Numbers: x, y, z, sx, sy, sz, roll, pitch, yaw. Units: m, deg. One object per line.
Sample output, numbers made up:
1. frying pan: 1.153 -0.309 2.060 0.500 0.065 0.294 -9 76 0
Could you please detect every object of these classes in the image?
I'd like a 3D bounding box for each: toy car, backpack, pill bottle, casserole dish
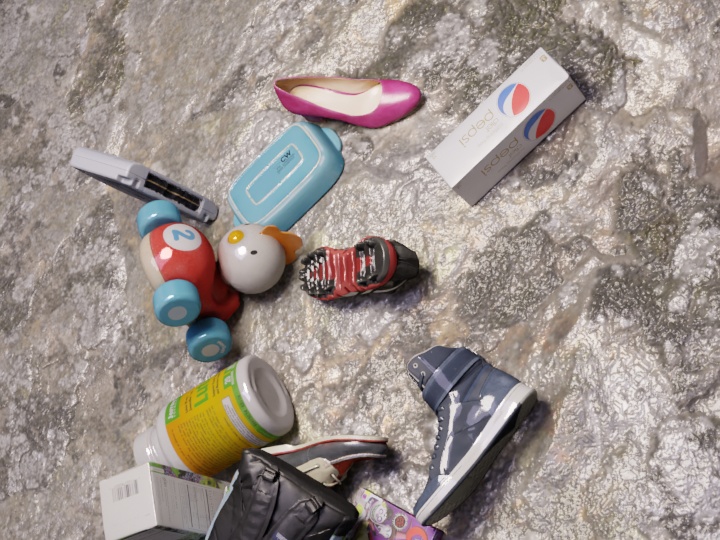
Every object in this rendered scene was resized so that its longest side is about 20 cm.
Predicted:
1. toy car: -0.177 -0.017 1.535 0.198 0.177 0.185 -26 49 5
2. backpack: -0.110 0.334 1.363 0.162 0.154 0.201 28 87 11
3. pill bottle: -0.195 0.205 1.487 0.199 0.111 0.112 -31 60 17
4. casserole dish: -0.112 -0.129 1.604 0.200 0.039 0.121 -43 57 9

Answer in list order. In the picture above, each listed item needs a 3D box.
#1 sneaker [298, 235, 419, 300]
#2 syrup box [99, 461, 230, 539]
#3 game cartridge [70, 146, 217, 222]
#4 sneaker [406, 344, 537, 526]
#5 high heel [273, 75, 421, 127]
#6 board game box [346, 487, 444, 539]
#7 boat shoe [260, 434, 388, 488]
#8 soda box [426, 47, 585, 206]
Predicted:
1. sneaker: 0.000 0.000 1.474 0.200 0.097 0.072 -12 78 51
2. syrup box: -0.227 0.302 1.417 0.078 0.200 0.082 -23 64 21
3. game cartridge: -0.309 -0.122 1.618 0.132 0.200 0.041 13 82 32
4. sneaker: 0.092 0.184 1.339 0.146 0.077 0.203 35 82 23
5. high heel: -0.020 -0.243 1.556 0.198 0.096 0.068 5 74 31
6. board game box: 0.007 0.376 1.359 0.119 0.032 0.202 22 84 30
7. boat shoe: -0.050 0.242 1.414 0.198 0.071 0.063 -15 68 28
8. soda box: 0.182 -0.179 1.432 0.200 0.068 0.064 -44 57 10
